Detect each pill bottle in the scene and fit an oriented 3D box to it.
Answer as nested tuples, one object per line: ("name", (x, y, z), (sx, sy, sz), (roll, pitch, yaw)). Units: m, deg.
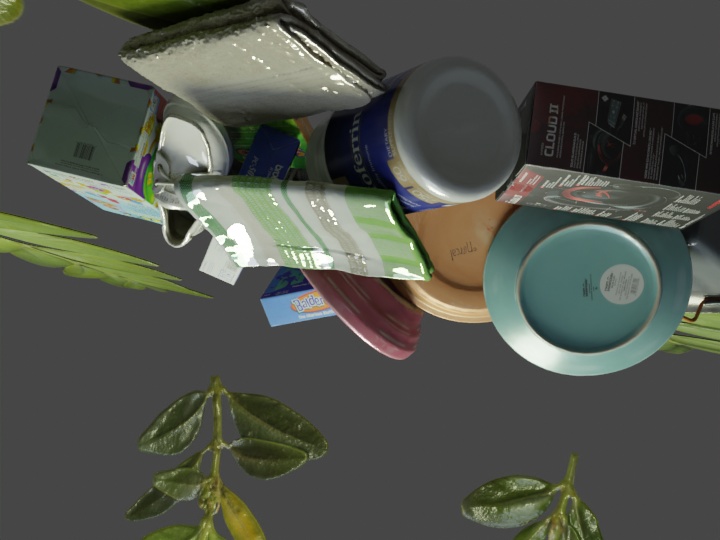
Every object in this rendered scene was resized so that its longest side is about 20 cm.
("pill bottle", (0.036, -0.105, 0.952), (0.115, 0.116, 0.200), (13, 171, -26))

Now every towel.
("towel", (-0.086, -0.164, 0.901), (0.200, 0.035, 0.132), (-2, 157, 41))
("towel", (-0.047, -0.033, 0.974), (0.199, 0.031, 0.149), (6, 158, 23))

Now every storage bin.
("storage bin", (0.312, -0.030, 1.154), (0.200, 0.146, 0.134), (0, 158, 47))

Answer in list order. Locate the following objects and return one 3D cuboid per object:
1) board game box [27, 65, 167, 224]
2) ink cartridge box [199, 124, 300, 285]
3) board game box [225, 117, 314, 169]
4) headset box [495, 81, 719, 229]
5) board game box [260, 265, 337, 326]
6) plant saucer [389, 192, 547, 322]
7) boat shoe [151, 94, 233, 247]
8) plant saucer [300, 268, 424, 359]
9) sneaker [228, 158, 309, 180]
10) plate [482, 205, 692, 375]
("board game box", (-0.242, -0.122, 1.160), (0.105, 0.103, 0.200), (14, 172, 10))
("ink cartridge box", (-0.114, -0.061, 1.130), (0.044, 0.094, 0.200), (24, 159, -7))
("board game box", (-0.099, -0.144, 1.083), (0.095, 0.030, 0.200), (7, 163, 12))
("headset box", (0.208, -0.096, 0.967), (0.199, 0.075, 0.149), (8, 172, -1))
("board game box", (-0.025, -0.007, 1.438), (0.152, 0.045, 0.200), (-11, -156, 21))
("plant saucer", (0.114, -0.038, 1.091), (0.200, 0.201, 0.032), (9, -156, -2))
("boat shoe", (-0.169, -0.087, 1.094), (0.071, 0.069, 0.200), (24, 149, 10))
("plant saucer", (0.000, 0.000, 1.162), (0.051, 0.201, 0.200), (-40, 155, 13))
("sneaker", (-0.040, -0.113, 1.200), (0.199, 0.075, 0.116), (11, 158, -8))
("plate", (0.217, 0.015, 1.071), (0.199, 0.201, 0.026), (8, -159, 4))
